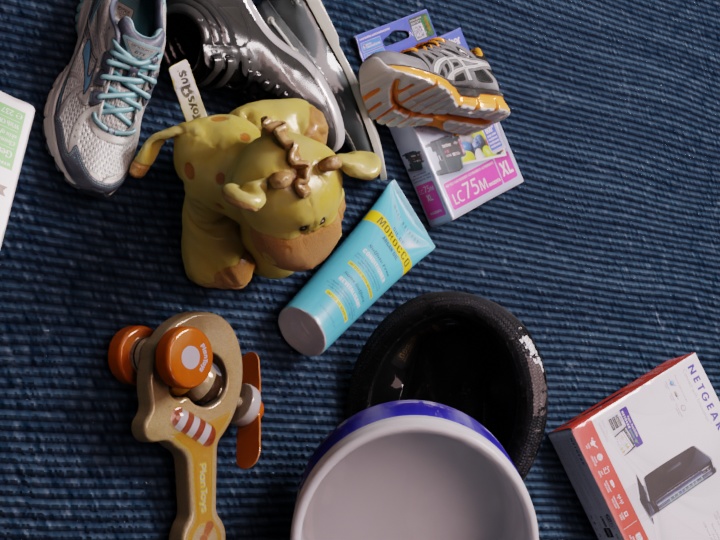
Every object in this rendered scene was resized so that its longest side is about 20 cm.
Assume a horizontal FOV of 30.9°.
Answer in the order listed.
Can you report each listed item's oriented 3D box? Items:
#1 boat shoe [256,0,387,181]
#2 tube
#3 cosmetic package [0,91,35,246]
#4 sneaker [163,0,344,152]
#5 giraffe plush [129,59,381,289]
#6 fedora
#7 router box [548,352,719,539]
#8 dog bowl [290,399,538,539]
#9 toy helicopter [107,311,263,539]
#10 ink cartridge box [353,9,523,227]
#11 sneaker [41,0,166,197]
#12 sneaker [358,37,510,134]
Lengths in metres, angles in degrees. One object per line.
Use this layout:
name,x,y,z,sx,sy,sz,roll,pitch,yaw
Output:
boat shoe,-0.033,-0.168,1.201,0.061,0.073,0.202,-24,103,3
tube,0.000,0.000,1.183,0.200,0.050,0.078,-47,115,-42
cosmetic package,-0.311,-0.034,0.914,0.107,0.084,0.203,22,64,-35
sneaker,-0.100,-0.163,1.119,0.201,0.070,0.099,50,42,-9
giraffe plush,-0.066,-0.066,1.023,0.173,0.161,0.201,-45,126,-15
fedora,0.083,0.121,1.163,0.091,0.198,0.204,10,68,-71
router box,0.310,0.213,1.328,0.178,0.049,0.202,-26,89,-26
dog bowl,0.042,0.211,1.063,0.197,0.079,0.204,0,100,-1
toy helicopter,-0.125,0.134,1.040,0.131,0.078,0.204,-1,89,-48
ink cartridge box,0.078,-0.157,1.289,0.119,0.042,0.202,-27,94,-40
sneaker,-0.197,-0.159,1.037,0.077,0.086,0.203,16,68,-34
sneaker,0.062,-0.178,1.205,0.199,0.078,0.078,5,69,-54
